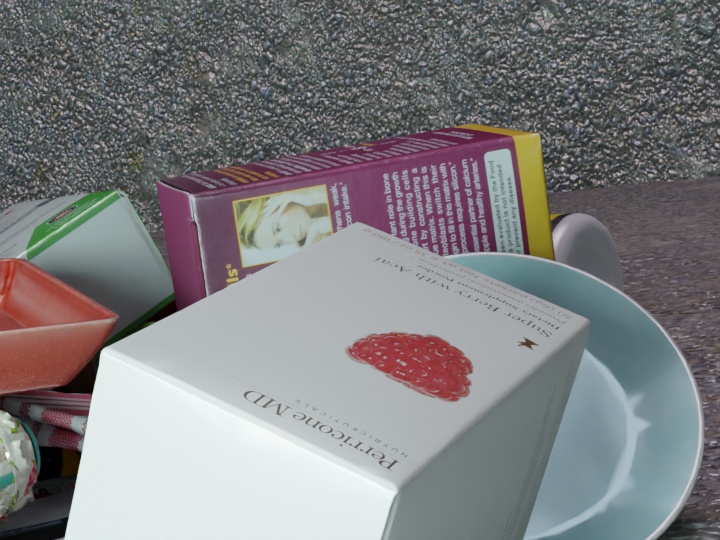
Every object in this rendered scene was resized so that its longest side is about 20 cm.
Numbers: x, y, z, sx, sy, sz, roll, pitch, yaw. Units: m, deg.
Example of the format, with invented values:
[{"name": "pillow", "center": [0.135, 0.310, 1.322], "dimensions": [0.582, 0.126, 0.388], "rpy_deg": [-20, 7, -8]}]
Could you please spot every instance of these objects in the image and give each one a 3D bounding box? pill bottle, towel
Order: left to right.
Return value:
[{"name": "towel", "center": [-0.106, 0.094, 0.817], "dimensions": [0.198, 0.030, 0.146], "rpy_deg": [12, -3, 22]}, {"name": "pill bottle", "center": [0.104, 0.014, 1.269], "dimensions": [0.199, 0.113, 0.112], "rpy_deg": [-3, 8, 39]}]

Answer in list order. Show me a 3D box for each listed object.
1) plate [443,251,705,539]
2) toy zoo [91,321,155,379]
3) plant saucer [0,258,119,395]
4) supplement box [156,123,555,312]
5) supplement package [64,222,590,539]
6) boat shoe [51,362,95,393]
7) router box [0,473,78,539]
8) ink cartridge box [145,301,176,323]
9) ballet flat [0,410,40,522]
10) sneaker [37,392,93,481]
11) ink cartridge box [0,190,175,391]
[{"name": "plate", "center": [0.067, 0.073, 0.760], "dimensions": [0.198, 0.026, 0.201], "rpy_deg": [-1, 48, 1]}, {"name": "toy zoo", "center": [-0.085, 0.062, 1.094], "dimensions": [0.198, 0.021, 0.132], "rpy_deg": [-13, -29, -9]}, {"name": "plant saucer", "center": [-0.238, 0.033, 0.760], "dimensions": [0.198, 0.037, 0.200], "rpy_deg": [-6, 12, -25]}, {"name": "supplement box", "center": [0.000, 0.000, 0.860], "dimensions": [0.198, 0.132, 0.103], "rpy_deg": [-10, 11, -16]}, {"name": "supplement package", "center": [-0.008, 0.075, 0.609], "dimensions": [0.120, 0.121, 0.200], "rpy_deg": [23, 23, 19]}, {"name": "boat shoe", "center": [-0.230, 0.101, 1.115], "dimensions": [0.199, 0.073, 0.068], "rpy_deg": [-24, 12, -25]}, {"name": "router box", "center": [-0.166, 0.146, 0.711], "dimensions": [0.178, 0.049, 0.200], "rpy_deg": [-10, 7, -20]}, {"name": "ink cartridge box", "center": [-0.058, 0.037, 1.115], "dimensions": [0.161, 0.058, 0.200], "rpy_deg": [-23, -12, 10]}, {"name": "ballet flat", "center": [-0.240, 0.091, 0.744], "dimensions": [0.199, 0.076, 0.064], "rpy_deg": [-6, 14, 34]}, {"name": "sneaker", "center": [-0.155, 0.102, 0.985], "dimensions": [0.198, 0.071, 0.090], "rpy_deg": [-8, 9, 14]}, {"name": "ink cartridge box", "center": [-0.230, 0.021, 1.032], "dimensions": [0.146, 0.083, 0.199], "rpy_deg": [-37, 18, -24]}]
